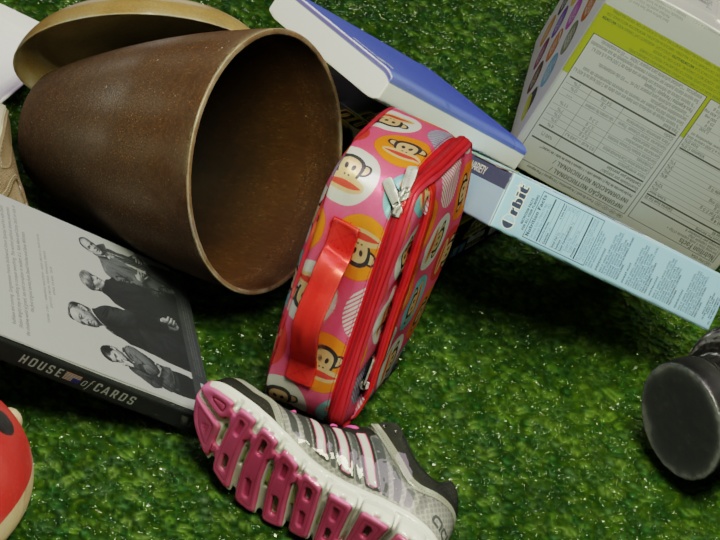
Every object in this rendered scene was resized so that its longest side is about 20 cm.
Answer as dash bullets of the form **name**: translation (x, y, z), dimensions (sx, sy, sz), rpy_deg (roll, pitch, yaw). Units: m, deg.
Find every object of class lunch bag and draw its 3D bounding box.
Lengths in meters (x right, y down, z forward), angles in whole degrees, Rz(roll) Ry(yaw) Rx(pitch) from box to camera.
- **lunch bag**: translation (0.000, 0.000, 1.469), dimensions (0.081, 0.201, 0.176), rpy_deg (24, 25, 12)

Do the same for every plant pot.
- **plant pot**: translation (-0.163, -0.163, 1.641), dimensions (0.198, 0.200, 0.028), rpy_deg (5, 71, -13)
- **plant pot**: translation (-0.145, -0.092, 1.574), dimensions (0.199, 0.189, 0.187), rpy_deg (11, 32, 33)

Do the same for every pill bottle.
- **pill bottle**: translation (0.303, 0.084, 1.554), dimensions (0.199, 0.113, 0.112), rpy_deg (-14, 47, -32)

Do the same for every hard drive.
- **hard drive**: translation (0.031, -0.144, 1.648), dimensions (0.132, 0.025, 0.199), rpy_deg (42, 12, 34)

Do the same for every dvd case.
- **dvd case**: translation (-0.195, 0.023, 1.468), dimensions (0.199, 0.025, 0.151), rpy_deg (24, 31, -31)

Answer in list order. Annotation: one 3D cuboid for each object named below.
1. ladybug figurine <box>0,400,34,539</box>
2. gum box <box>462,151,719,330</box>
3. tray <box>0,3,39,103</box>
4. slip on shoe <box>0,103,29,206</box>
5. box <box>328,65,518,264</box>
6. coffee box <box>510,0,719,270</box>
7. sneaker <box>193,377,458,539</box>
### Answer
- **ladybug figurine**: translation (-0.280, 0.129, 1.335), dimensions (0.135, 0.072, 0.200), rpy_deg (30, 40, 18)
- **gum box**: translation (0.148, -0.032, 1.589), dimensions (0.199, 0.045, 0.170), rpy_deg (25, 5, -25)
- **tray**: translation (-0.320, -0.153, 1.706), dimensions (0.107, 0.022, 0.200), rpy_deg (25, 39, 13)
- **slip on shoe**: translation (-0.264, -0.042, 1.551), dimensions (0.060, 0.076, 0.201), rpy_deg (22, 35, -20)
- **box**: translation (0.010, -0.079, 1.708), dimensions (0.200, 0.050, 0.159), rpy_deg (37, 45, 25)
- **coffee box**: translation (0.256, -0.162, 1.744), dimensions (0.199, 0.198, 0.200), rpy_deg (27, 37, -6)
- **sneaker**: translation (-0.018, 0.129, 1.425), dimensions (0.199, 0.074, 0.087), rpy_deg (33, 41, 13)
